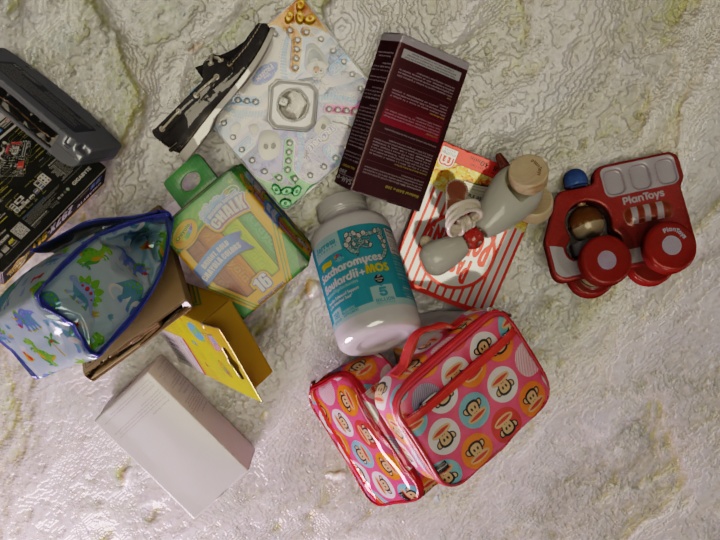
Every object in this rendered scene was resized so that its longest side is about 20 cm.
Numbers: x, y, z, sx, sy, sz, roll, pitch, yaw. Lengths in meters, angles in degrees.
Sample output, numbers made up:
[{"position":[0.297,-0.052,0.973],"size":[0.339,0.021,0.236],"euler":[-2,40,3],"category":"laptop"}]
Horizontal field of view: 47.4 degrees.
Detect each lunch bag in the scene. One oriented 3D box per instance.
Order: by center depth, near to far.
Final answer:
[{"position":[-0.324,0.012,0.973],"size":[0.169,0.200,0.128],"euler":[-16,119,43],"category":"lunch bag"},{"position":[0.121,0.142,1.008],"size":[0.200,0.082,0.177],"euler":[-38,106,-18],"category":"lunch bag"},{"position":[0.016,0.218,1.114],"size":[0.082,0.176,0.201],"euler":[-30,88,-32],"category":"lunch bag"}]

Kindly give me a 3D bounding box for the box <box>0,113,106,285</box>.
[{"position":[-0.447,-0.105,1.036],"size":[0.159,0.049,0.200],"euler":[36,59,-4],"category":"box"}]

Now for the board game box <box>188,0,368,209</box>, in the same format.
[{"position":[-0.088,-0.216,1.073],"size":[0.200,0.026,0.200],"euler":[-40,99,0],"category":"board game box"}]

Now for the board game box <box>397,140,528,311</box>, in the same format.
[{"position":[0.139,-0.055,1.108],"size":[0.151,0.046,0.201],"euler":[20,101,-4],"category":"board game box"}]

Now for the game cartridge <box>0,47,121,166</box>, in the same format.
[{"position":[-0.402,-0.206,1.031],"size":[0.200,0.133,0.042],"euler":[40,99,-3],"category":"game cartridge"}]

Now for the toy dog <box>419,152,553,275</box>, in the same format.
[{"position":[0.150,-0.084,1.027],"size":[0.199,0.096,0.132],"euler":[-22,144,-24],"category":"toy dog"}]

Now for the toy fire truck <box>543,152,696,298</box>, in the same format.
[{"position":[0.339,-0.061,1.088],"size":[0.199,0.112,0.169],"euler":[-11,78,2],"category":"toy fire truck"}]

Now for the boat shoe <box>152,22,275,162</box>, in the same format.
[{"position":[-0.181,-0.230,1.015],"size":[0.060,0.074,0.200],"euler":[36,101,-14],"category":"boat shoe"}]

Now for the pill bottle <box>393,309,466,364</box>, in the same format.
[{"position":[0.118,0.164,1.120],"size":[0.116,0.116,0.201],"euler":[-14,101,3],"category":"pill bottle"}]

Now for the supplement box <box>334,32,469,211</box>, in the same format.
[{"position":[0.052,-0.188,1.050],"size":[0.108,0.061,0.201],"euler":[15,98,-28],"category":"supplement box"}]

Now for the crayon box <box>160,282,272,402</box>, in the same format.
[{"position":[-0.192,0.084,1.053],"size":[0.051,0.199,0.127],"euler":[-42,126,-27],"category":"crayon box"}]

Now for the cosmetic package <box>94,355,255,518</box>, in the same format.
[{"position":[-0.257,0.233,1.153],"size":[0.113,0.081,0.200],"euler":[-40,100,8],"category":"cosmetic package"}]

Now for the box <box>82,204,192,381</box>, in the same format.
[{"position":[-0.301,0.023,1.059],"size":[0.163,0.200,0.021],"euler":[-36,134,7],"category":"box"}]

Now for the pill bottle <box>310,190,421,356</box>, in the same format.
[{"position":[0.000,0.000,1.058],"size":[0.110,0.111,0.201],"euler":[-19,67,4],"category":"pill bottle"}]

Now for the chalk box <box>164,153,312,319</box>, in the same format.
[{"position":[-0.171,-0.056,1.069],"size":[0.125,0.124,0.200],"euler":[-40,99,7],"category":"chalk box"}]
